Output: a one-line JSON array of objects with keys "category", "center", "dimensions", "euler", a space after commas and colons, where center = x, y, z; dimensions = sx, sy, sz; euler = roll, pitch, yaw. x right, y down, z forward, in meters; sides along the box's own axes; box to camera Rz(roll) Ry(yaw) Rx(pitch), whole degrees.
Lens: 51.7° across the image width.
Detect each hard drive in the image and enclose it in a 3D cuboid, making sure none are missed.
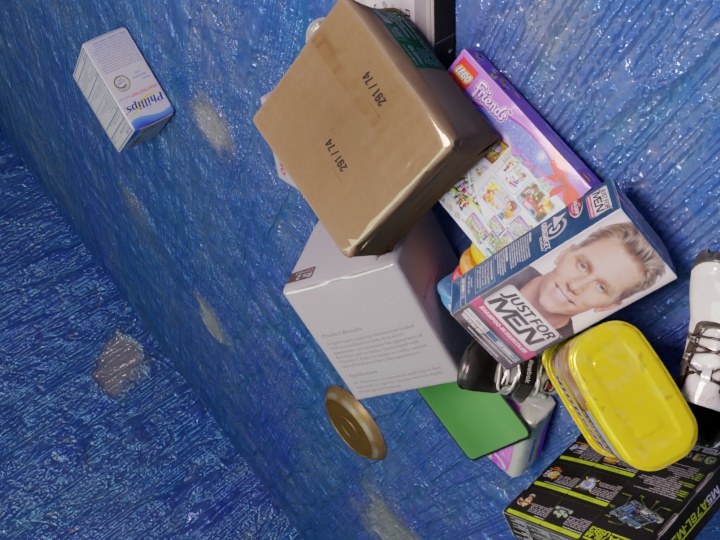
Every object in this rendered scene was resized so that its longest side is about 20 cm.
[{"category": "hard drive", "center": [0.040, -0.326, 0.802], "dimensions": [0.139, 0.038, 0.201], "euler": [35, 146, 35]}]

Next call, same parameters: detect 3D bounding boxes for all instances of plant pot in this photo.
[{"category": "plant pot", "center": [-0.019, 0.349, 1.667], "dimensions": [0.200, 0.027, 0.201], "euler": [40, 150, 29]}]

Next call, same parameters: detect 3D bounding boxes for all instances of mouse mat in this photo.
[{"category": "mouse mat", "center": [0.154, 0.196, 1.080], "dimensions": [0.161, 0.008, 0.200], "euler": [53, 151, 9]}]

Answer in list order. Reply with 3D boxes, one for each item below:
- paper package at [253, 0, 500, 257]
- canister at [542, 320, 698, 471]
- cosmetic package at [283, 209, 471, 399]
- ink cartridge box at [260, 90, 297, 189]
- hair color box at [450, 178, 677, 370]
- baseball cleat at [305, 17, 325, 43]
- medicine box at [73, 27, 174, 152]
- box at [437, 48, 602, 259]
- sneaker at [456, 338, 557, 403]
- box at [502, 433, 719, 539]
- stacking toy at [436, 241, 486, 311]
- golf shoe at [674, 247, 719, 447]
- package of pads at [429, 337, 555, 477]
[{"category": "paper package", "center": [0.012, -0.149, 0.791], "dimensions": [0.191, 0.103, 0.201], "euler": [-44, 72, 32]}, {"category": "canister", "center": [0.263, 0.127, 0.775], "dimensions": [0.149, 0.086, 0.200], "euler": [61, -177, 11]}, {"category": "cosmetic package", "center": [0.035, 0.033, 0.976], "dimensions": [0.164, 0.165, 0.201], "euler": [-15, 122, 28]}, {"category": "ink cartridge box", "center": [-0.042, -0.171, 1.059], "dimensions": [0.200, 0.084, 0.146], "euler": [34, 147, 36]}, {"category": "hair color box", "center": [0.197, 0.009, 0.746], "dimensions": [0.200, 0.061, 0.100], "euler": [-36, 113, 28]}, {"category": "baseball cleat", "center": [0.007, -0.220, 0.911], "dimensions": [0.069, 0.106, 0.201], "euler": [-27, 85, 22]}, {"category": "medicine box", "center": [-0.510, -0.380, 1.587], "dimensions": [0.201, 0.103, 0.182], "euler": [60, 153, -9]}, {"category": "box", "center": [0.139, -0.116, 0.793], "dimensions": [0.200, 0.039, 0.137], "euler": [53, 125, 15]}, {"category": "sneaker", "center": [0.196, 0.120, 0.903], "dimensions": [0.088, 0.199, 0.075], "euler": [22, 103, 40]}, {"category": "box", "center": [0.296, 0.257, 0.852], "dimensions": [0.200, 0.193, 0.048], "euler": [-3, 120, 59]}, {"category": "stacking toy", "center": [0.175, -0.031, 0.863], "dimensions": [0.116, 0.109, 0.201], "euler": [38, 134, 28]}, {"category": "golf shoe", "center": [0.337, 0.079, 0.691], "dimensions": [0.077, 0.094, 0.201], "euler": [9, 128, 47]}, {"category": "package of pads", "center": [0.187, 0.196, 1.108], "dimensions": [0.200, 0.068, 0.155], "euler": [39, 147, 32]}]
